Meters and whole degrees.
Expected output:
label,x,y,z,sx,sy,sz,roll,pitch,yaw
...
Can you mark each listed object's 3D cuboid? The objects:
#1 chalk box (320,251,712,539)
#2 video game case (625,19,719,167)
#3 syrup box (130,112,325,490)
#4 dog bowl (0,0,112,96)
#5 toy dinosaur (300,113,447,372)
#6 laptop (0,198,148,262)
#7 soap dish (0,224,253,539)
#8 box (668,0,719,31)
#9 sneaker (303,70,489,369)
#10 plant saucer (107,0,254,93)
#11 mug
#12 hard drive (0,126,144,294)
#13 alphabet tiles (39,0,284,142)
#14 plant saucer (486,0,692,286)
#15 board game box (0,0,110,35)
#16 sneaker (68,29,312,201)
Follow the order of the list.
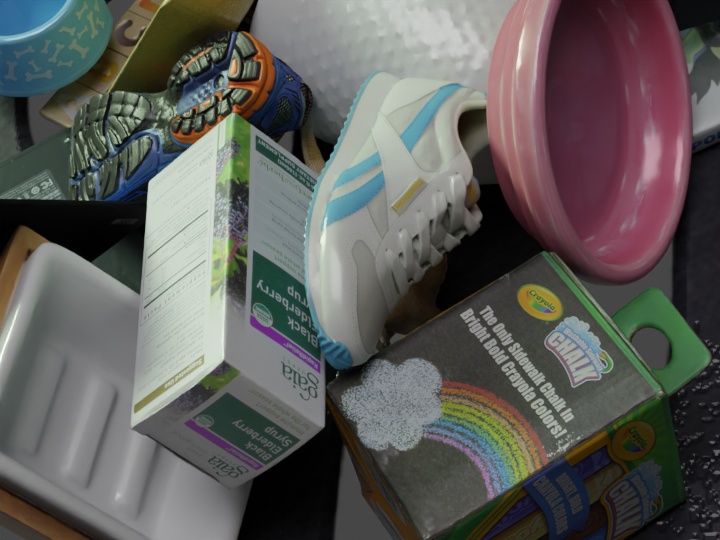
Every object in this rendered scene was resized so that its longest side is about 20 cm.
label,x,y,z,sx,sy,sz,roll,pitch,yaw
chalk box,0.101,0.087,1.292,0.199,0.124,0.125,-30,54,-8
video game case,0.188,-0.158,1.494,0.182,0.022,0.200,-24,55,-2
syrup box,-0.072,0.016,1.303,0.081,0.079,0.201,-36,35,29
dog bowl,-0.224,-0.215,1.578,0.111,0.050,0.201,-1,58,11
toy dinosaur,0.000,0.000,1.406,0.101,0.058,0.200,-39,81,-12
laptop,-0.256,-0.031,1.368,0.199,0.177,0.104,26,103,27
soap dish,-0.152,0.092,1.315,0.081,0.200,0.158,-18,47,44
box,0.253,-0.246,1.477,0.199,0.079,0.141,-17,51,-16
sneaker,0.022,-0.032,1.292,0.080,0.077,0.201,6,55,18
plant saucer,-0.091,-0.184,1.482,0.048,0.200,0.200,32,58,-7
mug,0.050,-0.155,1.429,0.175,0.147,0.201,27,105,24
hard drive,-0.200,0.012,1.467,0.139,0.033,0.200,-29,55,-6
alphabet tiles,-0.097,-0.148,1.562,0.167,0.008,0.200,26,67,29
plant saucer,0.132,-0.091,1.351,0.051,0.201,0.201,-1,55,34
board game box,-0.221,-0.232,1.637,0.200,0.028,0.135,-39,58,-13
sneaker,-0.109,-0.079,1.420,0.199,0.078,0.076,-20,61,40
